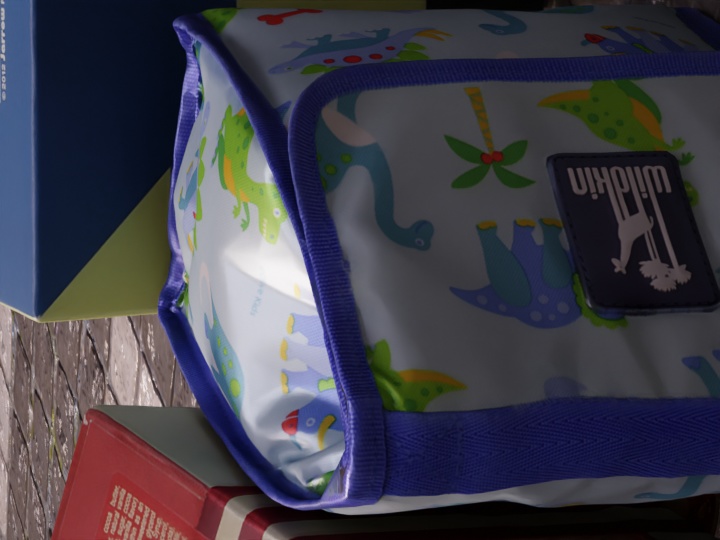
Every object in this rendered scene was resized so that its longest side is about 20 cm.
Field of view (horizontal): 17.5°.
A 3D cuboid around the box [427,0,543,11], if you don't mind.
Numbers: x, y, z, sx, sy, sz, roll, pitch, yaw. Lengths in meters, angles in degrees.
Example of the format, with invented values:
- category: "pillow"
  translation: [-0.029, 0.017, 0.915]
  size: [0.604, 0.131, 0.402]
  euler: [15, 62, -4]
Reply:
- category: "box"
  translation: [0.014, -0.191, 0.880]
  size: [0.158, 0.048, 0.201]
  euler: [-168, 74, -71]

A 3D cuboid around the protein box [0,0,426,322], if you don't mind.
- category: "protein box"
  translation: [-0.082, -0.098, 0.789]
  size: [0.200, 0.134, 0.199]
  euler: [17, 109, 62]

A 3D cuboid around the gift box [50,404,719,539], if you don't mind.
- category: "gift box"
  translation: [0.025, 0.151, 0.657]
  size: [0.200, 0.186, 0.185]
  euler: [34, 112, 41]

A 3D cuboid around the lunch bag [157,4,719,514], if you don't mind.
- category: "lunch bag"
  translation: [0.047, 0.001, 0.622]
  size: [0.200, 0.169, 0.128]
  euler: [-123, 34, -60]
